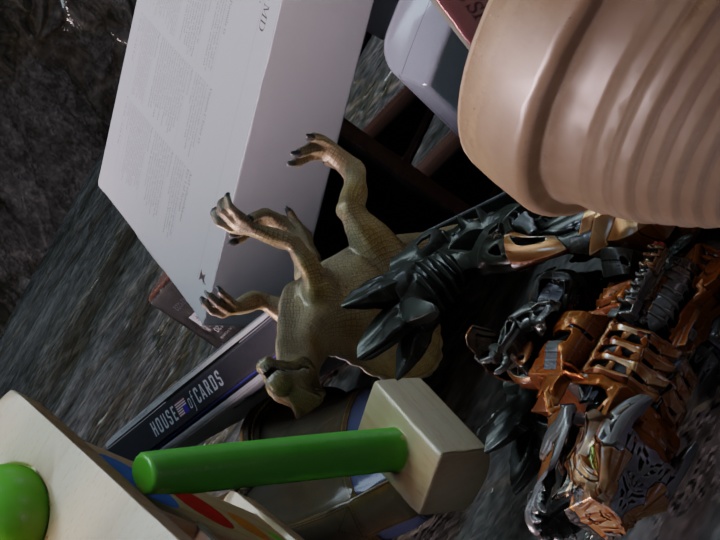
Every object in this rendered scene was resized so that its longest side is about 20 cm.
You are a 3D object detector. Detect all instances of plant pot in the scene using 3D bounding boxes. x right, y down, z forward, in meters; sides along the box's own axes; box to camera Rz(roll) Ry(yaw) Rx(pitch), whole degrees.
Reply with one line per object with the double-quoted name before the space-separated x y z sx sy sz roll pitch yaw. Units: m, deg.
"plant pot" 0.128 -0.079 0.636 0.201 0.093 0.201 -42 -19 -17

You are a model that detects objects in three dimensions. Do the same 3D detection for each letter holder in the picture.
"letter holder" -0.004 -0.050 1.163 0.200 0.100 0.143 -43 17 50

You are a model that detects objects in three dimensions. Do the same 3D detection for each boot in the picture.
"boot" -0.001 0.085 0.950 0.096 0.075 0.200 -25 12 18

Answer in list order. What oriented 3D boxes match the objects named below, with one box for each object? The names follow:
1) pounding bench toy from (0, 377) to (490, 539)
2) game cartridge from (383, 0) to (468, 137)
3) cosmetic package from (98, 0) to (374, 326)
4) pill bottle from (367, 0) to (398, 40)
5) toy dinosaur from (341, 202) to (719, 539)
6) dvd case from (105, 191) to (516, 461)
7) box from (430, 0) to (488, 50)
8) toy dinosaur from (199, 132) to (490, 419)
"pounding bench toy" -0.061 0.106 0.758 0.124 0.156 0.201 34 91 42
"game cartridge" 0.089 -0.153 1.010 0.041 0.133 0.201 29 85 37
"cosmetic package" -0.059 -0.096 1.049 0.151 0.051 0.201 50 131 53
"pill bottle" 0.067 -0.195 1.088 0.200 0.111 0.111 -44 3 -33
"toy dinosaur" 0.085 0.011 0.742 0.135 0.102 0.200 -26 11 41
"dvd case" -0.018 0.029 1.016 0.150 0.025 0.200 -27 -6 -34
"box" 0.103 -0.166 0.821 0.200 0.128 0.109 -36 17 11
"toy dinosaur" 0.000 0.000 0.891 0.200 0.101 0.058 -34 -16 -45
